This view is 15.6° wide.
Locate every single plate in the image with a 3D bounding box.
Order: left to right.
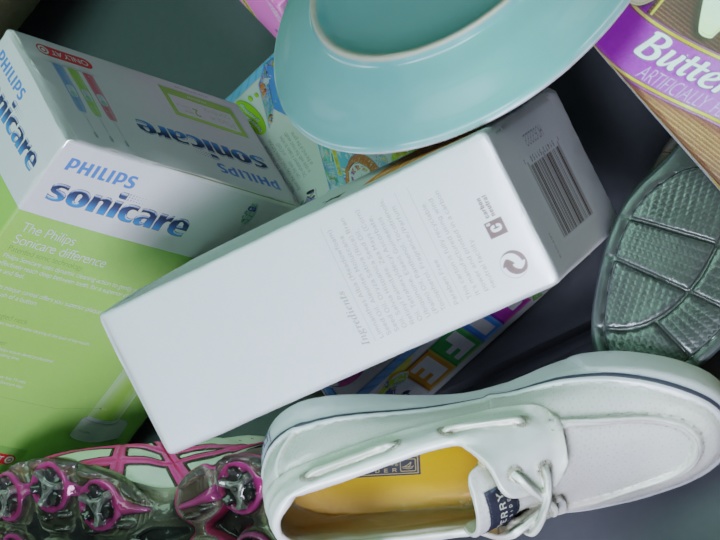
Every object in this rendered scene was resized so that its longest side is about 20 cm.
[{"bbox_3d":[0.041,-0.134,1.117,0.200,0.026,0.201,-25,40,22],"label":"plate"}]

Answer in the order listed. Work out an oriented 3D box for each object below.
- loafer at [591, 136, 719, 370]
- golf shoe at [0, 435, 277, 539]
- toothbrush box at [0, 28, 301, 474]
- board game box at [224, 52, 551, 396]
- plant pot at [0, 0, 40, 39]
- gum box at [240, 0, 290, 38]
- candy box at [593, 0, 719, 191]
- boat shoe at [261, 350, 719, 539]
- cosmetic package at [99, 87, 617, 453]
[{"bbox_3d":[0.159,-0.040,1.129,0.072,0.063,0.201,24,87,10],"label":"loafer"},{"bbox_3d":[-0.083,0.114,1.213,0.199,0.092,0.073,-3,96,33],"label":"golf shoe"},{"bbox_3d":[-0.148,0.003,1.240,0.200,0.145,0.086,-52,47,23],"label":"toothbrush box"},{"bbox_3d":[0.006,-0.035,1.244,0.134,0.034,0.200,-42,50,13],"label":"board game box"},{"bbox_3d":[-0.252,-0.167,1.421,0.200,0.187,0.187,-34,51,2],"label":"plant pot"},{"bbox_3d":[0.022,-0.195,1.258,0.200,0.066,0.114,-38,50,-5],"label":"gum box"},{"bbox_3d":[0.194,-0.064,1.058,0.117,0.056,0.200,-41,73,7],"label":"candy box"},{"bbox_3d":[0.057,0.083,1.081,0.199,0.071,0.070,-4,32,3],"label":"boat shoe"},{"bbox_3d":[0.000,0.000,1.130,0.200,0.101,0.071,-25,94,24],"label":"cosmetic package"}]
